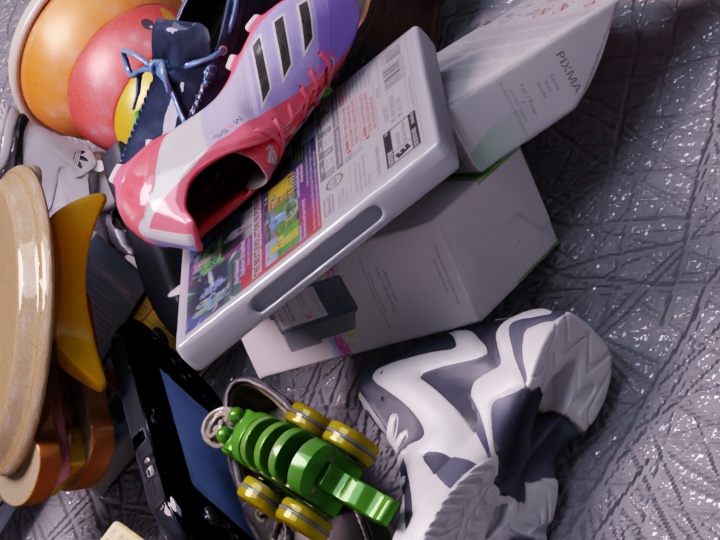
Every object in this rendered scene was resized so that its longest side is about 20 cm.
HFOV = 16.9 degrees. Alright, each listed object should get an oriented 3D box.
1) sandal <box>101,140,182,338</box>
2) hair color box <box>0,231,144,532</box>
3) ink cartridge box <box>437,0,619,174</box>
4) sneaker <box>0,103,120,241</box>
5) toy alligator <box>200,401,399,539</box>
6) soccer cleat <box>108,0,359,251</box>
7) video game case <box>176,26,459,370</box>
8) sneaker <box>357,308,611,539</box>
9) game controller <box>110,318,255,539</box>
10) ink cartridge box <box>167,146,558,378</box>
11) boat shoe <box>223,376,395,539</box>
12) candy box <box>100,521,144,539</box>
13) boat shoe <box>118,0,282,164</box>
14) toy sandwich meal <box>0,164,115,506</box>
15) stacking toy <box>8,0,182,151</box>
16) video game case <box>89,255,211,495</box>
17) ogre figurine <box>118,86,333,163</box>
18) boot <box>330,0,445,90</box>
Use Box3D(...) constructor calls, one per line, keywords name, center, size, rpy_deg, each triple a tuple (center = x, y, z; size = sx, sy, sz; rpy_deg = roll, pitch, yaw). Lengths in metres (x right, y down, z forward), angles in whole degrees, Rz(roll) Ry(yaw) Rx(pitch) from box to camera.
Box3D(name="sandal", center=(-0.137, -0.016, 1.556), size=(0.043, 0.076, 0.201), rpy_deg=(-39, 36, 14))
Box3D(name="hair color box", center=(-0.233, 0.068, 1.583), size=(0.099, 0.061, 0.201), rpy_deg=(7, 62, 48))
Box3D(name="ink cartridge box", center=(0.096, -0.121, 1.449), size=(0.199, 0.050, 0.161), rpy_deg=(-31, 13, -23))
Box3D(name="sneaker", center=(-0.231, -0.027, 1.695), size=(0.200, 0.114, 0.075), rpy_deg=(121, 165, -48))
Box3D(name="toy alligator", center=(-0.050, 0.094, 1.293), size=(0.059, 0.054, 0.200), rpy_deg=(-57, 33, -9))
Box3D(name="soccer cleat", center=(-0.057, -0.087, 1.391), size=(0.076, 0.067, 0.200), rpy_deg=(26, 62, 39))
Box3D(name="video game case", center=(-0.026, -0.044, 1.350), size=(0.182, 0.023, 0.200), rpy_deg=(-38, 20, 13))
Box3D(name="sneaker", center=(0.039, 0.106, 1.297), size=(0.129, 0.079, 0.200), rpy_deg=(1, 60, 51))
Box3D(name="game controller", center=(-0.094, 0.110, 1.397), size=(0.042, 0.104, 0.200), rpy_deg=(-43, 35, 16))
Box3D(name="ink cartridge box", center=(0.000, 0.000, 1.408), size=(0.199, 0.068, 0.117), rpy_deg=(-15, 15, 35))
Box3D(name="boat shoe", center=(-0.035, 0.131, 1.352), size=(0.072, 0.066, 0.201), rpy_deg=(-40, 36, 7))
Box3D(name="candy box", center=(-0.108, 0.229, 1.337), size=(0.116, 0.055, 0.200), rpy_deg=(-53, 36, -8))
Box3D(name="boat shoe", center=(-0.103, -0.134, 1.458), size=(0.084, 0.069, 0.201), rpy_deg=(6, 67, 43))
Box3D(name="toy sandwich meal", center=(-0.191, 0.038, 1.453), size=(0.205, 0.070, 0.207), rpy_deg=(-176, 90, -68))
Box3D(name="stacking toy", center=(-0.135, -0.119, 1.672), size=(0.146, 0.146, 0.200), rpy_deg=(-48, 55, -4))
Box3D(name="video game case", center=(-0.139, 0.040, 1.584), size=(0.200, 0.017, 0.143), rpy_deg=(-50, 36, -6))
Box3D(name="ogre figurine", center=(-0.093, -0.101, 1.543), size=(0.200, 0.098, 0.120), rpy_deg=(46, 114, 32))
Box3D(name="boot", center=(0.006, -0.136, 1.591), size=(0.201, 0.074, 0.097), rpy_deg=(-69, 14, -12))
